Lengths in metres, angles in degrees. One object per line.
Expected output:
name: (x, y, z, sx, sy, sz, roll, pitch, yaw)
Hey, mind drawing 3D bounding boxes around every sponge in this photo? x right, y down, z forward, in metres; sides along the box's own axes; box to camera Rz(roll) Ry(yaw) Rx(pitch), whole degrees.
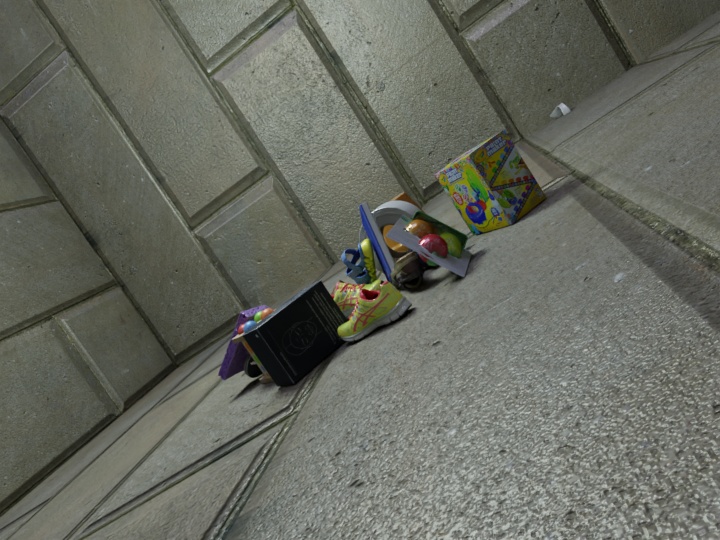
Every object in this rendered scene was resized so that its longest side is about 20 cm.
sponge: (-0.313, 0.194, 1.717, 0.111, 0.030, 0.202, -15, -49, -64)

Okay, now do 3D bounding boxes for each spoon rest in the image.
spoon rest: (1.044, -0.837, 3.316, 0.099, 0.061, 0.200, -33, 6, 8)

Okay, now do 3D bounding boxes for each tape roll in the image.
tape roll: (0.099, -0.088, 1.775, 0.202, 0.203, 0.071, -31, 7, 29)

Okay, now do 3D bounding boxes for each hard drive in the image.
hard drive: (0.049, -0.063, 1.654, 0.025, 0.202, 0.132, -22, -19, -3)

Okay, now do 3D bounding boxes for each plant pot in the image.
plant pot: (0.143, -0.146, 2.080, 0.199, 0.184, 0.200, -33, 5, 4)

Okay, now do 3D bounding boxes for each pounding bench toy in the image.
pounding bench toy: (-0.203, 0.163, 1.627, 0.199, 0.157, 0.124, -37, 6, -28)

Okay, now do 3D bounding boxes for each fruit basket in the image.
fruit basket: (0.152, -0.052, 1.388, 0.094, 0.184, 0.200, -65, -5, 27)

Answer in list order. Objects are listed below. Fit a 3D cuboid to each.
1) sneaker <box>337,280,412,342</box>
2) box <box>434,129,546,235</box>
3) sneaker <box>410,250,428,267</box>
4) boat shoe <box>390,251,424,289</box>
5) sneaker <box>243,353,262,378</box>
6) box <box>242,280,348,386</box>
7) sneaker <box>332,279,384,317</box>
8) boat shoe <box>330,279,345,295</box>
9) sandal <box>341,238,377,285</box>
sneaker: (0.016, 0.083, 1.368, 0.199, 0.091, 0.078, -32, 7, 33)
box: (0.316, -0.210, 1.572, 0.122, 0.194, 0.200, -35, 5, -17)
sneaker: (0.174, -0.043, 1.615, 0.082, 0.071, 0.200, -35, 3, -38)
boat shoe: (0.117, 0.012, 1.512, 0.071, 0.065, 0.200, -26, -13, -6)
sneaker: (-0.237, 0.218, 1.740, 0.201, 0.078, 0.079, -52, 41, -6)
box: (-0.140, 0.145, 1.456, 0.199, 0.149, 0.107, -37, 6, -31)
sneaker: (-0.025, 0.066, 1.679, 0.199, 0.091, 0.078, -30, 5, 27)
boat shoe: (-0.061, 0.088, 1.929, 0.068, 0.072, 0.200, -54, 7, 9)
sandal: (0.000, 0.000, 1.717, 0.086, 0.201, 0.080, -10, 41, 2)
